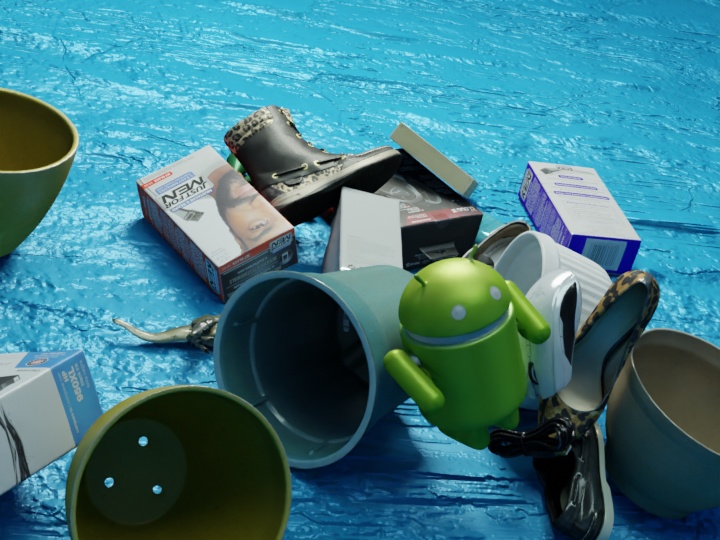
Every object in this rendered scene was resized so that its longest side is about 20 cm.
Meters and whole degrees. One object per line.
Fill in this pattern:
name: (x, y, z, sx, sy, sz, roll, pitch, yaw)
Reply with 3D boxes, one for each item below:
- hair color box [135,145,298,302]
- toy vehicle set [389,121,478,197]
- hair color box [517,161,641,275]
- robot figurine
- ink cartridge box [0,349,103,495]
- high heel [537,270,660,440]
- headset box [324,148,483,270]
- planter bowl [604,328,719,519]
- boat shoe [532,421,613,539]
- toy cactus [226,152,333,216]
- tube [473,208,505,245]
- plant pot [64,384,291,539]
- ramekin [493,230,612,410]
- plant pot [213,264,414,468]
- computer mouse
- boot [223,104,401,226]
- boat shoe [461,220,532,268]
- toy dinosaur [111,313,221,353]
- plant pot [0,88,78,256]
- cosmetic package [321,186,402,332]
hair color box: (-0.175, -0.060, 1.787, 0.110, 0.064, 0.200, -29, 50, -23)
toy vehicle set: (0.104, -0.149, 2.016, 0.124, 0.027, 0.200, 39, 5, 4)
hair color box: (0.305, -0.075, 2.077, 0.108, 0.065, 0.201, 5, 34, -17)
robot figurine: (0.101, 0.077, 1.466, 0.175, 0.202, 0.115, -28, 30, -28)
ink cartridge box: (-0.350, 0.147, 1.315, 0.143, 0.085, 0.200, -5, 17, 34)
high heel: (0.238, 0.092, 1.506, 0.071, 0.143, 0.201, 30, 73, 9)
headset box: (0.052, -0.076, 1.942, 0.148, 0.078, 0.200, -11, 41, -39)
planter bowl: (0.343, 0.179, 1.587, 0.199, 0.135, 0.201, 21, 34, -15)
boat shoe: (0.214, 0.208, 1.555, 0.066, 0.075, 0.200, 20, 38, -17)
toy cactus: (-0.138, -0.123, 1.927, 0.164, 0.103, 0.201, -15, 52, -27)
tube: (0.195, -0.034, 1.975, 0.199, 0.051, 0.077, 33, 35, 33)
plant pot: (-0.179, 0.192, 1.307, 0.198, 0.202, 0.142, -1, 5, -26)
ramekin: (0.208, 0.065, 1.674, 0.104, 0.201, 0.201, 18, 29, -14)
plant pot: (-0.017, 0.082, 1.548, 0.199, 0.202, 0.195, 31, 26, 24)
computer mouse: (0.183, 0.093, 1.520, 0.044, 0.202, 0.109, 15, -14, -34)
boot: (-0.062, -0.146, 1.860, 0.199, 0.073, 0.151, -26, 62, -21)
boat shoe: (0.156, 0.004, 1.850, 0.074, 0.061, 0.200, 33, 47, 25)
toy dinosaur: (-0.166, 0.070, 1.628, 0.198, 0.048, 0.088, -4, 21, -30)
plant pot: (-0.429, -0.101, 1.668, 0.198, 0.143, 0.201, 12, 31, -7)
cosmetic package: (0.000, 0.000, 1.758, 0.080, 0.114, 0.201, 13, 32, -6)
